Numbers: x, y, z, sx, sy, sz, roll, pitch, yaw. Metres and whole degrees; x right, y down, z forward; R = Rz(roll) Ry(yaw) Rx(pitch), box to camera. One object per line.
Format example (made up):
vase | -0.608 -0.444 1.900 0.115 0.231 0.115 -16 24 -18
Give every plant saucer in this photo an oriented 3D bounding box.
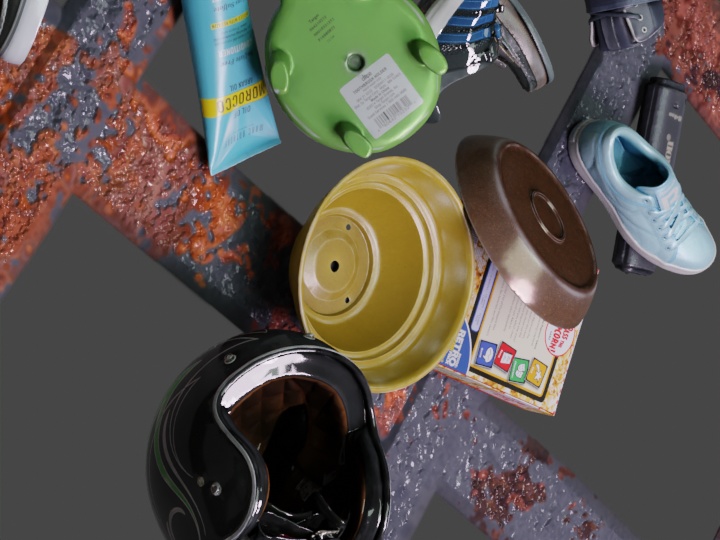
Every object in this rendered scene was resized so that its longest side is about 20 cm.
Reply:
plant saucer | 0.158 -0.043 1.657 0.200 0.034 0.201 41 31 -31

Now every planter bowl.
planter bowl | 0.000 0.000 1.569 0.200 0.083 0.201 -7 100 -40

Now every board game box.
board game box | 0.127 0.036 1.710 0.200 0.046 0.152 26 79 -40

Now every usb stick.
usb stick | 0.293 -0.094 1.843 0.055 0.033 0.201 12 88 -37

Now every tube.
tube | -0.112 -0.183 1.475 0.077 0.050 0.201 -25 118 -31

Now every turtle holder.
turtle holder | -0.025 -0.178 1.491 0.185 0.132 0.141 22 95 -7

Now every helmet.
helmet | -0.078 0.149 1.452 0.200 0.200 0.191 18 45 -41

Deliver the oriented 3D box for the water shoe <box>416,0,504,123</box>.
water shoe | 0.093 -0.218 1.584 0.079 0.072 0.200 35 108 -18

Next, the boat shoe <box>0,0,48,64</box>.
boat shoe | -0.251 -0.253 1.333 0.056 0.069 0.201 12 87 -22

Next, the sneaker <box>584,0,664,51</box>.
sneaker | 0.216 -0.277 1.720 0.202 0.077 0.147 -12 101 -40

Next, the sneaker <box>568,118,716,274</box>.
sneaker | 0.285 -0.067 1.777 0.200 0.082 0.074 42 80 -18

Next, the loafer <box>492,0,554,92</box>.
loafer | 0.103 -0.239 1.645 0.063 0.072 0.200 -36 113 -9
